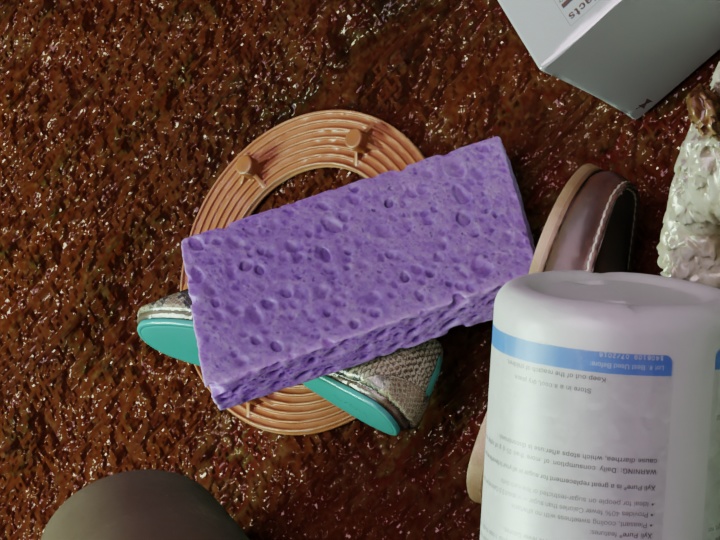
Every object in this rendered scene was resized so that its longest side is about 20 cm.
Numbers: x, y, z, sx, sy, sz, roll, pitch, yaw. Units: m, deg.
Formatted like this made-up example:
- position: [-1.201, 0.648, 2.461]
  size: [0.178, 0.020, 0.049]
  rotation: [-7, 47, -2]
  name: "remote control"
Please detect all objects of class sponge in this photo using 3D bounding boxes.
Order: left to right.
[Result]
- position: [0.000, 0.000, 1.613]
  size: [0.199, 0.030, 0.112]
  rotation: [-19, 50, 5]
  name: "sponge"

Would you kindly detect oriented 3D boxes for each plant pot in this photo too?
- position: [-0.111, 0.210, 1.616]
  size: [0.200, 0.200, 0.175]
  rotation: [-44, 38, 17]
  name: "plant pot"

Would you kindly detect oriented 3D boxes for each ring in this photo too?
- position: [-0.032, -0.001, 1.706]
  size: [0.200, 0.019, 0.201]
  rotation: [-11, 70, 33]
  name: "ring"

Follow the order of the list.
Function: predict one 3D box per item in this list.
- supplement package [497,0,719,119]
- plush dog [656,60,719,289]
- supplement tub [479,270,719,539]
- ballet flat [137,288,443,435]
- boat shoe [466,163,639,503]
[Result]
- position: [0.123, -0.204, 1.594]
  size: [0.109, 0.114, 0.200]
  rotation: [-41, 59, 20]
  name: "supplement package"
- position: [0.254, -0.047, 1.453]
  size: [0.171, 0.160, 0.201]
  rotation: [26, 92, 14]
  name: "plush dog"
- position: [0.128, 0.107, 1.460]
  size: [0.132, 0.132, 0.201]
  rotation: [11, 101, 37]
  name: "supplement tub"
- position: [-0.036, 0.037, 1.656]
  size: [0.199, 0.068, 0.075]
  rotation: [17, 66, 31]
  name: "ballet flat"
- position: [0.122, 0.045, 1.555]
  size: [0.070, 0.070, 0.201]
  rotation: [18, 94, 33]
  name: "boat shoe"
